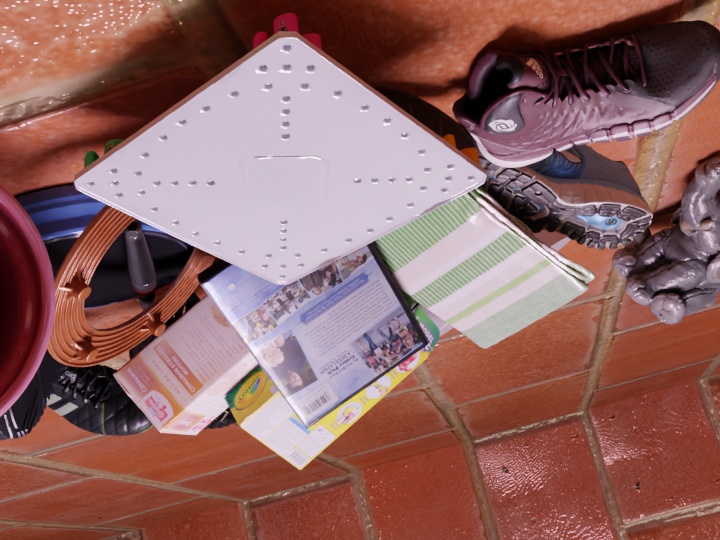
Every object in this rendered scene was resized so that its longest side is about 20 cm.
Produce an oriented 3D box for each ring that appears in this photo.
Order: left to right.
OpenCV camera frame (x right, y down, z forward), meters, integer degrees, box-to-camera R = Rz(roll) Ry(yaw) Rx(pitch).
[{"bbox_3d":[-0.162,-0.003,0.789,0.200,0.019,0.201,-48,162,-21],"label":"ring"}]

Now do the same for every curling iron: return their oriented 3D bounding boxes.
[{"bbox_3d":[-0.174,0.002,0.855,0.050,0.026,0.200,-33,160,-12],"label":"curling iron"}]

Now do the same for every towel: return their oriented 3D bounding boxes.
[{"bbox_3d":[0.084,-0.016,0.891,0.200,0.023,0.152,35,138,-17],"label":"towel"}]

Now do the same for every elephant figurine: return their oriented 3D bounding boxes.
[{"bbox_3d":[0.399,-0.038,1.160,0.200,0.141,0.155,-51,172,38],"label":"elephant figurine"}]

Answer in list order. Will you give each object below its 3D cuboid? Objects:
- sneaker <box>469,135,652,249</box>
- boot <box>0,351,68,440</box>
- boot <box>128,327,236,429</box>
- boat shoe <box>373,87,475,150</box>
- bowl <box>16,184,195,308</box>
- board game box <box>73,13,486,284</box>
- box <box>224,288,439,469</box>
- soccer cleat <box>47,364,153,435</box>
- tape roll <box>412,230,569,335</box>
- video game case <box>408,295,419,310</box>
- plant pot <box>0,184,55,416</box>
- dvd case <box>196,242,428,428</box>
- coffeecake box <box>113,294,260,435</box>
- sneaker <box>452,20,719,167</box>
[{"bbox_3d":[0.154,-0.082,0.890,0.199,0.090,0.078,14,140,-16],"label":"sneaker"},{"bbox_3d":[-0.350,0.088,0.872,0.162,0.074,0.198,-3,-161,3],"label":"boot"},{"bbox_3d":[-0.202,0.135,1.227,0.211,0.080,0.158,22,153,-28],"label":"boot"},{"bbox_3d":[-0.012,-0.092,0.749,0.199,0.072,0.068,10,153,-23],"label":"boat shoe"},{"bbox_3d":[-0.234,-0.014,0.862,0.200,0.039,0.201,-13,163,-4],"label":"bowl"},{"bbox_3d":[-0.051,-0.069,0.680,0.200,0.026,0.200,-26,144,33],"label":"board game box"},{"bbox_3d":[-0.022,0.095,0.990,0.200,0.048,0.117,-40,137,2],"label":"box"},{"bbox_3d":[-0.297,0.109,1.017,0.199,0.068,0.081,21,157,10],"label":"soccer cleat"},{"bbox_3d":[0.142,0.006,1.097,0.203,0.037,0.203,-35,171,-6],"label":"tape roll"},{"bbox_3d":[0.080,0.016,1.107,0.182,0.024,0.200,-33,172,-28],"label":"video game case"},{"bbox_3d":[-0.323,0.029,0.703,0.199,0.201,0.179,-6,176,-24],"label":"plant pot"},{"bbox_3d":[-0.035,0.037,0.900,0.142,0.018,0.200,-34,126,-5],"label":"dvd case"},{"bbox_3d":[-0.121,0.067,0.983,0.200,0.073,0.154,-41,171,-5],"label":"coffeecake box"},{"bbox_3d":[0.158,-0.136,0.739,0.200,0.076,0.115,-23,158,26],"label":"sneaker"}]
